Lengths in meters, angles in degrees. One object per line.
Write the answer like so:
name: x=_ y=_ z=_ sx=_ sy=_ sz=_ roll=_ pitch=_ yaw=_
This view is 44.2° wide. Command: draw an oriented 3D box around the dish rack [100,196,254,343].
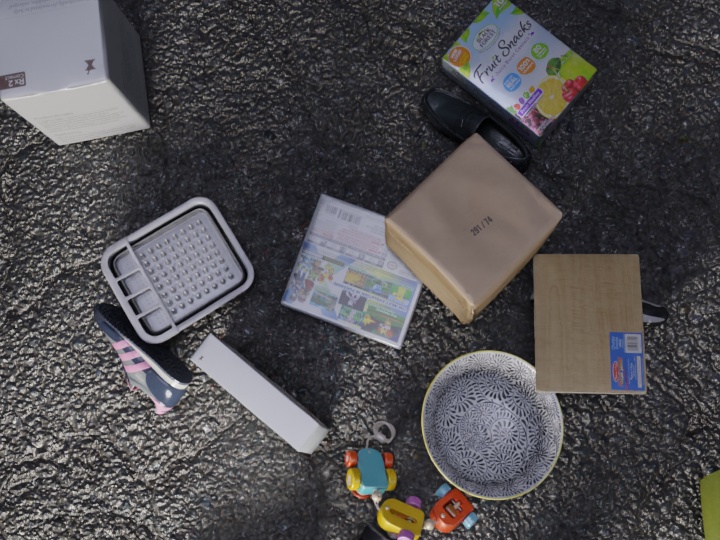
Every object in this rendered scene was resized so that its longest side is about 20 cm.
dish rack: x=-0.277 y=0.002 z=1.357 sx=0.198 sy=0.044 sz=0.173 roll=-32 pitch=77 yaw=-10

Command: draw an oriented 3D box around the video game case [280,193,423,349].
video game case: x=0.000 y=0.000 z=1.355 sx=0.197 sy=0.022 sz=0.185 roll=20 pitch=81 yaw=7

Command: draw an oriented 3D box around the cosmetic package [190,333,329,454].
cosmetic package: x=-0.139 y=0.179 z=1.266 sx=0.199 sy=0.151 sz=0.052 roll=38 pitch=84 yaw=10

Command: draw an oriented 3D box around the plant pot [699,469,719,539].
plant pot: x=0.537 y=0.361 z=1.174 sx=0.184 sy=0.188 sz=0.203 roll=-17 pitch=63 yaw=1

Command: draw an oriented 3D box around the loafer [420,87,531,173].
loafer: x=0.178 y=-0.220 z=1.357 sx=0.199 sy=0.070 sz=0.068 roll=37 pitch=83 yaw=11

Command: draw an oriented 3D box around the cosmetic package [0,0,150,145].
cosmetic package: x=-0.437 y=-0.314 z=1.361 sx=0.162 sy=0.200 sz=0.168 roll=-10 pitch=78 yaw=2

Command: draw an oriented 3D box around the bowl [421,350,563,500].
bowl: x=0.179 y=0.222 z=1.253 sx=0.197 sy=0.094 sz=0.205 roll=1 pitch=73 yaw=-2

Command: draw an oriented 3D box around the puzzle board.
puzzle board: x=0.319 y=0.073 z=1.242 sx=0.148 sy=0.017 sz=0.204 roll=0 pitch=69 yaw=8

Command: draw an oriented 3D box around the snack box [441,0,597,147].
snack box: x=0.244 y=-0.311 z=1.378 sx=0.199 sy=0.053 sz=0.143 roll=41 pitch=84 yaw=11

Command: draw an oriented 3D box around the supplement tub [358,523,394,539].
supplement tub: x=-0.012 y=0.457 z=1.224 sx=0.106 sy=0.107 sz=0.202 roll=30 pitch=82 yaw=10

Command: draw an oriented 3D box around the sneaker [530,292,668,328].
sneaker: x=0.352 y=0.033 z=1.292 sx=0.196 sy=0.074 sz=0.081 roll=14 pitch=78 yaw=7

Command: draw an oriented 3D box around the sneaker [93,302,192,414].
sneaker: x=-0.344 y=0.133 z=1.337 sx=0.199 sy=0.070 sz=0.083 roll=41 pitch=109 yaw=20

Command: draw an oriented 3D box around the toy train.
toy train: x=0.064 y=0.319 z=1.266 sx=0.200 sy=0.056 sz=0.149 roll=42 pitch=44 yaw=17

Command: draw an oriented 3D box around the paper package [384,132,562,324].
paper package: x=0.160 y=-0.061 z=1.296 sx=0.200 sy=0.104 sz=0.191 roll=-43 pitch=79 yaw=-13
